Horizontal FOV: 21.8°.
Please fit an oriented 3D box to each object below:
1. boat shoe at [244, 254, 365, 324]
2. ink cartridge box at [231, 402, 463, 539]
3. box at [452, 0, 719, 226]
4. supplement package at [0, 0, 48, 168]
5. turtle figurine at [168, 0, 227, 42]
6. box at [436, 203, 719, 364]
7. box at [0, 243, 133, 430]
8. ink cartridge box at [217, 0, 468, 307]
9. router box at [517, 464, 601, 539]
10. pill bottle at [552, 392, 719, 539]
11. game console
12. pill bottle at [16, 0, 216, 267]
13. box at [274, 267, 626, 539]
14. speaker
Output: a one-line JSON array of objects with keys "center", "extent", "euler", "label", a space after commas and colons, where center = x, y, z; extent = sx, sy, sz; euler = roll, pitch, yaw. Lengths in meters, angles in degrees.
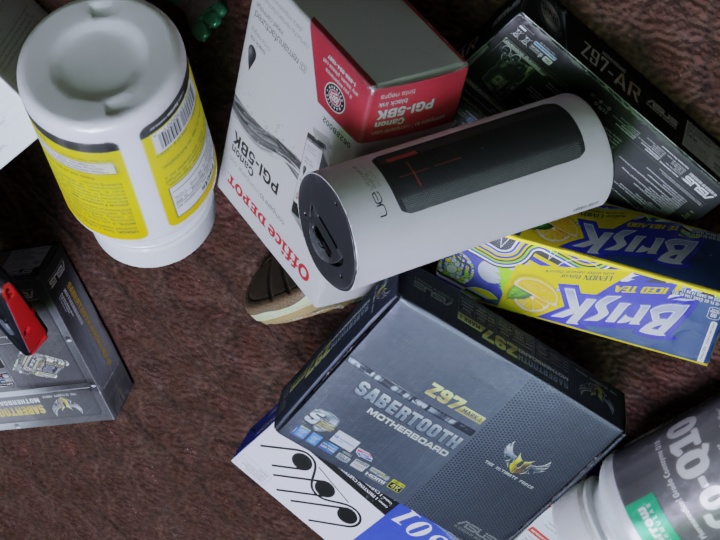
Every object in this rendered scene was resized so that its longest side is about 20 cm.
[{"center": [0.000, 0.000, 1.427], "extent": [0.200, 0.072, 0.076], "euler": [-26, 132, 35], "label": "boat shoe"}, {"center": [0.008, 0.173, 1.418], "extent": [0.200, 0.044, 0.094], "euler": [40, 130, -8], "label": "ink cartridge box"}, {"center": [0.139, -0.084, 1.321], "extent": [0.200, 0.044, 0.160], "euler": [38, 130, -14], "label": "box"}, {"center": [-0.314, -0.170, 1.353], "extent": [0.114, 0.110, 0.200], "euler": [-35, 111, 28], "label": "supplement package"}, {"center": [-0.195, -0.218, 1.289], "extent": [0.200, 0.101, 0.149], "euler": [36, 147, -32], "label": "turtle figurine"}, {"center": [0.157, -0.004, 1.300], "extent": [0.199, 0.064, 0.070], "euler": [15, 132, 5], "label": "box"}, {"center": [-0.314, 0.063, 1.594], "extent": [0.199, 0.048, 0.159], "euler": [-8, 126, 24], "label": "box"}, {"center": [-0.018, -0.097, 1.292], "extent": [0.147, 0.083, 0.200], "euler": [49, 142, 33], "label": "ink cartridge box"}, {"center": [0.108, 0.194, 1.558], "extent": [0.200, 0.049, 0.179], "euler": [40, 129, -15], "label": "router box"}, {"center": [0.253, 0.167, 1.419], "extent": [0.200, 0.113, 0.113], "euler": [-33, 113, 22], "label": "pill bottle"}, {"center": [-0.318, -0.028, 1.434], "extent": [0.200, 0.031, 0.177], "euler": [47, 170, 13], "label": "game console"}, {"center": [-0.162, -0.090, 1.306], "extent": [0.114, 0.115, 0.200], "euler": [10, 152, 11], "label": "pill bottle"}, {"center": [0.063, 0.100, 1.324], "extent": [0.200, 0.051, 0.158], "euler": [32, 123, -17], "label": "box"}, {"center": [0.061, -0.052, 1.215], "extent": [0.199, 0.081, 0.081], "euler": [-18, 135, -23], "label": "speaker"}]
